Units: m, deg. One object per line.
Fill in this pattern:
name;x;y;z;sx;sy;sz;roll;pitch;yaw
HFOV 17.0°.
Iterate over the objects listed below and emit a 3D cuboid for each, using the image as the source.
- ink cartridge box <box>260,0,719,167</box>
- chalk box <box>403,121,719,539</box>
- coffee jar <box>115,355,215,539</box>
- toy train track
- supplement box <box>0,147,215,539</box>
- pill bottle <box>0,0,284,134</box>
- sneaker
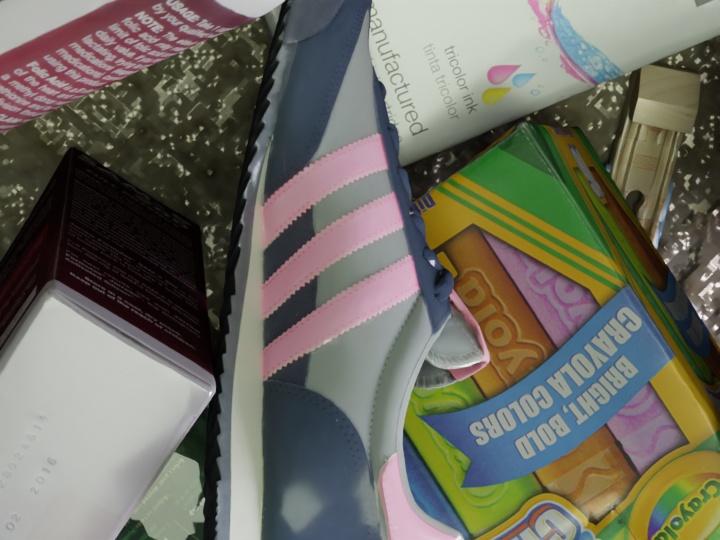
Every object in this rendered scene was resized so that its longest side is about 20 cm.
ink cartridge box;0.053;-0.136;0.814;0.200;0.085;0.145;-23;106;-1
chalk box;0.069;0.065;0.816;0.124;0.125;0.200;-34;86;11
coffee jar;-0.024;0.129;0.881;0.104;0.085;0.200;-44;105;8
toy train track;0.091;0.023;0.892;0.115;0.033;0.200;11;103;-10
supplement box;-0.101;0.037;0.784;0.061;0.200;0.109;32;100;-13
pill bottle;-0.085;-0.113;0.715;0.200;0.114;0.114;-22;109;19
sneaker;0.000;0.000;0.739;0.082;0.070;0.200;7;76;-5
